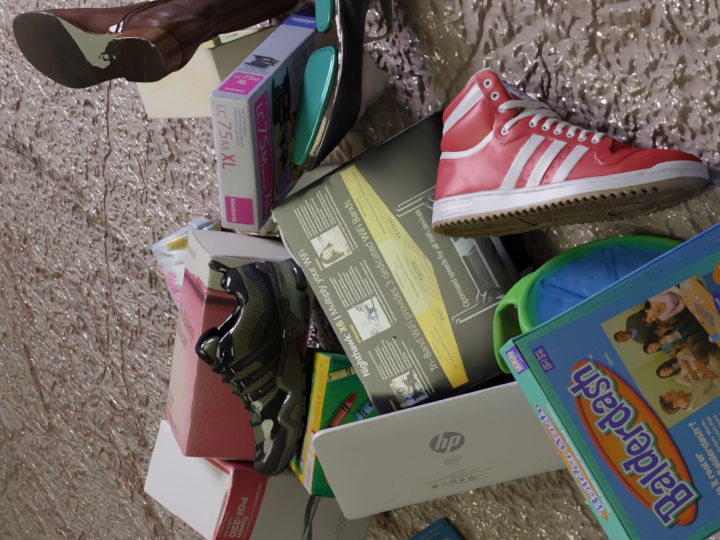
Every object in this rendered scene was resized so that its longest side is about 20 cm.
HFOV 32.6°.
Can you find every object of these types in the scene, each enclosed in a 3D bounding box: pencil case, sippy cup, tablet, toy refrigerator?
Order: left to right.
[{"bbox_3d":[-0.144,-0.190,1.172,0.200,0.076,0.070,12,123,59],"label":"toy refrigerator"},{"bbox_3d":[-0.158,0.043,1.360,0.091,0.083,0.200,-20,93,65],"label":"pencil case"},{"bbox_3d":[0.071,0.143,0.975,0.130,0.200,0.014,71,-175,-47],"label":"tablet"},{"bbox_3d":[0.184,0.066,0.836,0.178,0.139,0.131,-127,16,-56],"label":"sippy cup"}]

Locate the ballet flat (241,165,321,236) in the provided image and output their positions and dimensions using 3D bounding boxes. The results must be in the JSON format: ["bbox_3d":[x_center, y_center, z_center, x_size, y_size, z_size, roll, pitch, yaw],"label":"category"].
[{"bbox_3d":[-0.067,-0.058,1.173,0.200,0.065,0.071,-7,102,57],"label":"ballet flat"}]

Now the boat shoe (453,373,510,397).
[{"bbox_3d":[0.084,0.058,1.037,0.070,0.070,0.200,-28,89,21],"label":"boat shoe"}]

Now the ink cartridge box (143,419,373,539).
[{"bbox_3d":[-0.099,0.222,1.275,0.146,0.200,0.085,22,98,49],"label":"ink cartridge box"}]

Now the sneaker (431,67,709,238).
[{"bbox_3d":[0.137,-0.089,0.842,0.200,0.071,0.113,-7,75,33],"label":"sneaker"}]

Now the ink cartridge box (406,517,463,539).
[{"bbox_3d":[0.109,0.356,1.192,0.200,0.068,0.115,45,143,29],"label":"ink cartridge box"}]

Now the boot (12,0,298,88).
[{"bbox_3d":[-0.173,-0.224,1.073,0.186,0.200,0.064,15,129,28],"label":"boot"}]

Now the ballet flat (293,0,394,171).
[{"bbox_3d":[-0.008,-0.175,0.960,0.073,0.073,0.201,9,94,54],"label":"ballet flat"}]

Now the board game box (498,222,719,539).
[{"bbox_3d":[0.206,0.061,0.721,0.152,0.200,0.045,61,171,8],"label":"board game box"}]

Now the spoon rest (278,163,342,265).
[{"bbox_3d":[0.000,0.000,1.089,0.200,0.099,0.061,63,-174,-15],"label":"spoon rest"}]

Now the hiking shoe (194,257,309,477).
[{"bbox_3d":[-0.100,0.087,1.117,0.076,0.100,0.201,-153,64,-82],"label":"hiking shoe"}]

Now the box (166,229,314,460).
[{"bbox_3d":[-0.120,0.071,1.206,0.128,0.109,0.201,-143,59,-69],"label":"box"}]

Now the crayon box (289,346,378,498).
[{"bbox_3d":[-0.022,0.134,1.123,0.200,0.058,0.119,173,105,-81],"label":"crayon box"}]

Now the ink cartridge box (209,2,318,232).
[{"bbox_3d":[-0.065,-0.133,1.031,0.042,0.200,0.120,9,125,15],"label":"ink cartridge box"}]

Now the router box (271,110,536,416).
[{"bbox_3d":[0.045,-0.001,0.965,0.157,0.052,0.200,-27,90,22],"label":"router box"}]
